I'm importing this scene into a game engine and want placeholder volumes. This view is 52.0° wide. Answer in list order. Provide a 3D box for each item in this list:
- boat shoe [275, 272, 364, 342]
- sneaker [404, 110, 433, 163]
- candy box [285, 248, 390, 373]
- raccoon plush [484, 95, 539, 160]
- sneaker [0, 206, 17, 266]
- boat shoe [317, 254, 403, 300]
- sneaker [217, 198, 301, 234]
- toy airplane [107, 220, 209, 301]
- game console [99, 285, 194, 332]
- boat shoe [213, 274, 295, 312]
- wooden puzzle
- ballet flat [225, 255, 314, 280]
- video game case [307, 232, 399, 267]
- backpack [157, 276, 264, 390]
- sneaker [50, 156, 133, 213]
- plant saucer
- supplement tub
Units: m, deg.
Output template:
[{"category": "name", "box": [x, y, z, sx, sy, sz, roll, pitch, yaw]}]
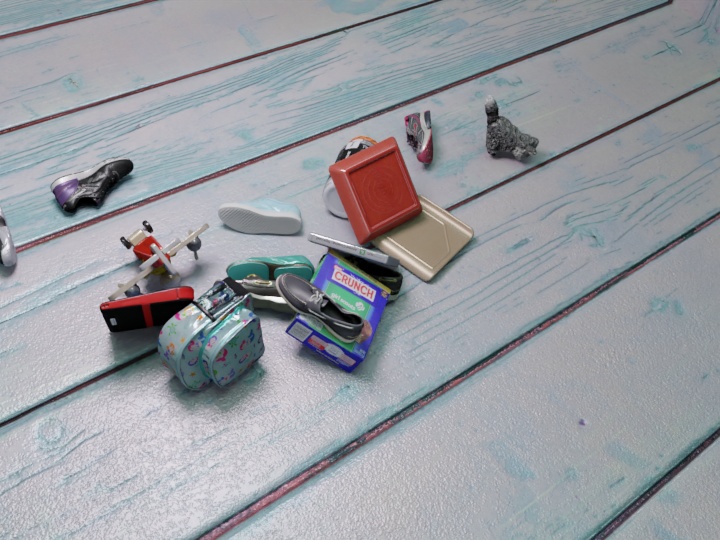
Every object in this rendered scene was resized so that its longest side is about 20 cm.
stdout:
[{"category": "boat shoe", "box": [-0.076, 0.062, 1.464, 0.199, 0.063, 0.073, 37, 51, -4]}, {"category": "sneaker", "box": [0.160, -0.357, 2.005, 0.074, 0.081, 0.201, -5, 42, 6]}, {"category": "candy box", "box": [-0.043, 0.084, 1.562, 0.168, 0.077, 0.201, 33, 49, -10]}, {"category": "raccoon plush", "box": [0.407, -0.374, 1.983, 0.132, 0.200, 0.098, 6, 63, 23]}, {"category": "sneaker", "box": [-0.821, -0.068, 1.603, 0.113, 0.076, 0.201, -19, 50, -22]}, {"category": "boat shoe", "box": [0.000, 0.000, 1.671, 0.199, 0.061, 0.072, 22, 27, 6]}, {"category": "sneaker", "box": [-0.239, -0.137, 1.761, 0.197, 0.074, 0.082, 10, 40, -12]}, {"category": "toy airplane", "box": [-0.426, -0.016, 1.576, 0.198, 0.142, 0.200, -16, 32, 20]}, {"category": "game console", "box": [-0.419, 0.078, 1.467, 0.175, 0.200, 0.031, -8, 75, -15]}, {"category": "boat shoe", "box": [-0.220, 0.044, 1.592, 0.199, 0.072, 0.061, 10, 65, -9]}, {"category": "wooden puzzle", "box": [0.151, -0.079, 1.794, 0.184, 0.037, 0.200, 35, 58, 19]}, {"category": "ballet flat", "box": [-0.203, -0.003, 1.661, 0.197, 0.068, 0.071, -1, 26, -10]}, {"category": "video game case", "box": [-0.010, -0.044, 1.646, 0.180, 0.200, 0.022, 17, 91, 10]}, {"category": "backpack", "box": [-0.290, 0.137, 1.447, 0.199, 0.179, 0.150, -33, 57, -27]}, {"category": "sneaker", "box": [-0.622, -0.196, 1.755, 0.199, 0.076, 0.088, -29, 74, -24]}, {"category": "plant saucer", "box": [0.046, -0.191, 1.743, 0.199, 0.037, 0.202, -28, 103, -24]}, {"category": "supplement tub", "box": [-0.013, -0.237, 1.839, 0.121, 0.123, 0.201, 15, 50, 4]}]
